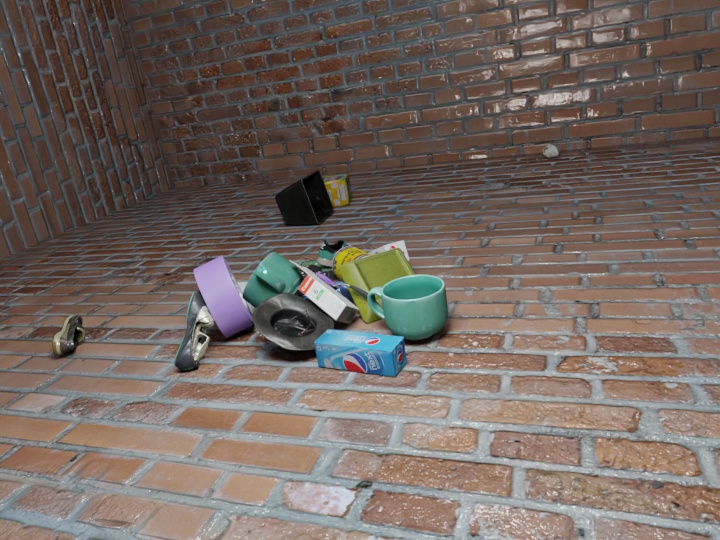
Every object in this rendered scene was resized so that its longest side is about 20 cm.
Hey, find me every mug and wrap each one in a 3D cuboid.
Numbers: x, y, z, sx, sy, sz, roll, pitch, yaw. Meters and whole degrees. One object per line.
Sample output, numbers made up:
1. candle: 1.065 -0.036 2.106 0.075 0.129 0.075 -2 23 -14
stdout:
1. mug: -0.227 0.048 1.546 0.114 0.153 0.185 34 22 4
2. mug: 0.122 0.089 1.401 0.150 0.116 0.184 -19 21 -24

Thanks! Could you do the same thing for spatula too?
1. spatula: -0.039 0.043 1.541 0.198 0.021 0.056 19 -2 35

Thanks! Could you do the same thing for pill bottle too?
1. pill bottle: 0.000 0.000 1.733 0.108 0.111 0.199 -18 21 -23

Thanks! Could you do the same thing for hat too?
1. hat: -0.167 0.147 1.436 0.197 0.082 0.202 8 38 -6

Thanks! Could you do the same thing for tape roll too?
1. tape roll: -0.359 0.070 1.558 0.084 0.202 0.200 -26 22 -8

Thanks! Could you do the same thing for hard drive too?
1. hard drive: -0.176 0.008 1.905 0.197 0.038 0.140 -12 20 -3

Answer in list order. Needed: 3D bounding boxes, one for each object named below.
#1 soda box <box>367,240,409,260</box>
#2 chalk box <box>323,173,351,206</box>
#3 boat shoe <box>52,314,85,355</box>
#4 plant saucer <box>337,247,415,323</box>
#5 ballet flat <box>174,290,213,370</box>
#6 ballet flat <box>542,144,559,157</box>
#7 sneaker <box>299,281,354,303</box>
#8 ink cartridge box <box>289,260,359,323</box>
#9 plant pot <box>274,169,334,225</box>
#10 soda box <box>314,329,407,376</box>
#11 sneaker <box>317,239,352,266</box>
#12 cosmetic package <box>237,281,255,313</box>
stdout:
1. soda box: 0.073 -0.037 1.773 0.067 0.065 0.200 -16 -1 -20
2. chalk box: -0.110 -0.394 2.852 0.122 0.126 0.200 -7 21 8
3. boat shoe: -0.823 0.186 1.690 0.064 0.074 0.200 -1 22 -10
4. plant saucer: 0.065 0.023 1.578 0.197 0.048 0.201 -16 55 -18
5. ballet flat: -0.399 0.149 1.453 0.072 0.203 0.073 8 -22 3
6. ballet flat: 0.979 -0.611 3.041 0.068 0.071 0.200 -6 16 10
7. sneaker: -0.098 0.085 1.609 0.197 0.075 0.082 -14 17 15
8. ink cartridge box: -0.104 0.056 1.513 0.199 0.051 0.109 36 3 20
9. plant pot: -0.256 -0.302 2.596 0.175 0.202 0.200 -15 16 25
10. soda box: -0.001 0.181 1.304 0.197 0.065 0.068 2 23 30
11. sneaker: -0.039 -0.053 1.877 0.197 0.081 0.071 4 18 -29
12. cosmetic package: -0.311 0.081 1.715 0.197 0.072 0.102 -4 20 16
